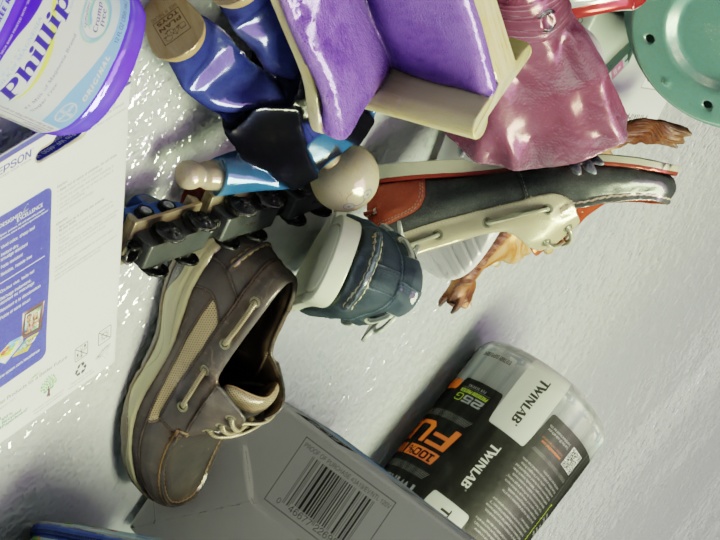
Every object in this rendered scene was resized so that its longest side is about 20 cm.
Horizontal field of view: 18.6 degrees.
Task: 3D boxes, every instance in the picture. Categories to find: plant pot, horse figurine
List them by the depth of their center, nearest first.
[{"bbox_3d":[0.265,-0.184,1.462,0.161,0.200,0.201,-46,156,-48],"label":"plant pot"},{"bbox_3d":[0.136,-0.049,1.535,0.200,0.050,0.132,-42,166,12],"label":"horse figurine"}]

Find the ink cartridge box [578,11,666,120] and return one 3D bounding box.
[{"bbox_3d":[0.154,-0.109,1.570,0.200,0.043,0.174,-2,120,-61],"label":"ink cartridge box"}]

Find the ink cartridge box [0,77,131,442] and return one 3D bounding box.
[{"bbox_3d":[-0.164,-0.009,1.106,0.099,0.039,0.200,-35,149,-39],"label":"ink cartridge box"}]

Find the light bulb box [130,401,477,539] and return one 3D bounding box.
[{"bbox_3d":[-0.010,0.188,1.432,0.125,0.198,0.200,-54,156,-2],"label":"light bulb box"}]

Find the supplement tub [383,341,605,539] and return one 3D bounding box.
[{"bbox_3d":[0.084,0.163,1.667,0.200,0.122,0.123,-51,155,-15],"label":"supplement tub"}]

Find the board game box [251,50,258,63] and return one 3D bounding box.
[{"bbox_3d":[-0.003,-0.197,1.190,0.135,0.028,0.200,-38,149,-34],"label":"board game box"}]

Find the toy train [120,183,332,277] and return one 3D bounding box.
[{"bbox_3d":[-0.075,-0.036,1.230,0.200,0.046,0.034,-23,146,-55],"label":"toy train"}]

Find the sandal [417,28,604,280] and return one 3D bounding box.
[{"bbox_3d":[0.096,-0.086,1.457,0.059,0.079,0.207,-31,156,-56],"label":"sandal"}]

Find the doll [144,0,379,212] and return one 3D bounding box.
[{"bbox_3d":[-0.046,-0.089,1.175,0.136,0.048,0.200,-41,143,2],"label":"doll"}]

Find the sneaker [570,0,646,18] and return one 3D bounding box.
[{"bbox_3d":[0.173,-0.242,1.390,0.200,0.071,0.113,-41,138,-15],"label":"sneaker"}]

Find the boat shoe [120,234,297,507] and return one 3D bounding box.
[{"bbox_3d":[-0.087,0.067,1.295,0.074,0.073,0.201,-29,143,-46],"label":"boat shoe"}]

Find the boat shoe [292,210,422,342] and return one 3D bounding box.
[{"bbox_3d":[0.000,0.000,1.302,0.200,0.062,0.075,161,-47,-82],"label":"boat shoe"}]

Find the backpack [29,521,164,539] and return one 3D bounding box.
[{"bbox_3d":[-0.144,0.224,1.262,0.200,0.182,0.148,33,67,-62],"label":"backpack"}]

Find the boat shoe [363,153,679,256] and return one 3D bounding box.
[{"bbox_3d":[0.101,-0.040,1.382,0.071,0.199,0.063,62,25,-85],"label":"boat shoe"}]

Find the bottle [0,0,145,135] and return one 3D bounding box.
[{"bbox_3d":[-0.167,-0.116,0.938,0.084,0.065,0.200,-63,155,1],"label":"bottle"}]

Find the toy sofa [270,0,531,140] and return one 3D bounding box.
[{"bbox_3d":[0.011,-0.150,1.091,0.098,0.083,0.200,-55,144,-28],"label":"toy sofa"}]

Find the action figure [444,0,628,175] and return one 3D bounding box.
[{"bbox_3d":[0.102,-0.157,1.299,0.133,0.149,0.201,-11,126,-3],"label":"action figure"}]
